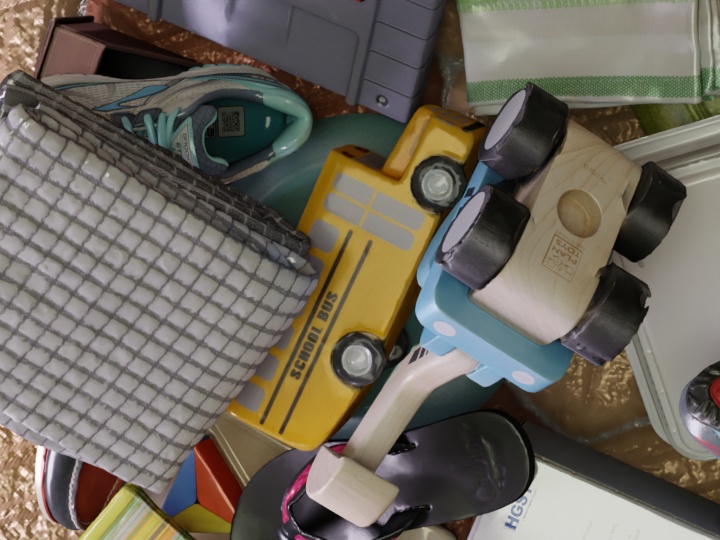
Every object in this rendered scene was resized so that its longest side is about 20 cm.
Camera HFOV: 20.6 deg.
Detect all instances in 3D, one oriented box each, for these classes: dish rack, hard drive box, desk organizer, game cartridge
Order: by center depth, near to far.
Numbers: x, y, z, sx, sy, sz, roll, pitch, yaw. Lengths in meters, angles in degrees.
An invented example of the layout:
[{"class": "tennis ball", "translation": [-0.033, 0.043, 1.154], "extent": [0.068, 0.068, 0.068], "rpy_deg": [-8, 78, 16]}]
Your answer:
[{"class": "dish rack", "translation": [0.219, 0.012, 1.070], "extent": [0.171, 0.044, 0.200], "rpy_deg": [-16, 115, 13]}, {"class": "game cartridge", "translation": [-0.048, -0.172, 1.109], "extent": [0.200, 0.038, 0.130], "rpy_deg": [24, 138, 11]}, {"class": "hard drive box", "translation": [0.150, 0.198, 1.124], "extent": [0.200, 0.077, 0.156], "rpy_deg": [24, 102, 8]}, {"class": "desk organizer", "translation": [-0.166, -0.042, 1.167], "extent": [0.077, 0.072, 0.200], "rpy_deg": [21, 101, 7]}]

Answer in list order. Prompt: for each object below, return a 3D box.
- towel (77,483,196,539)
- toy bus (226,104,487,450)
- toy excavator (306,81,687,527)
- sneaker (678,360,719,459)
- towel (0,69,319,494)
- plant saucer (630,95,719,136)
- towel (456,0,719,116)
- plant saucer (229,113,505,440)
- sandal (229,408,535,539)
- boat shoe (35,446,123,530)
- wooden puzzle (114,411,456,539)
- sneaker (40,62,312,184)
[{"class": "towel", "translation": [-0.084, 0.216, 1.159], "extent": [0.200, 0.018, 0.086], "rpy_deg": [41, 115, 2]}, {"class": "toy bus", "translation": [0.000, 0.000, 1.102], "extent": [0.078, 0.065, 0.200], "rpy_deg": [26, 103, 9]}, {"class": "toy excavator", "translation": [0.058, 0.029, 1.027], "extent": [0.100, 0.200, 0.195], "rpy_deg": [31, 61, -11]}, {"class": "sneaker", "translation": [0.230, 0.114, 1.056], "extent": [0.200, 0.079, 0.095], "rpy_deg": [27, 133, -32]}, {"class": "towel", "translation": [-0.145, 0.006, 1.040], "extent": [0.200, 0.086, 0.166], "rpy_deg": [30, 111, -24]}, {"class": "plant saucer", "translation": [0.237, -0.128, 1.077], "extent": [0.200, 0.048, 0.200], "rpy_deg": [-29, 90, 15]}, {"class": "towel", "translation": [0.112, -0.182, 1.047], "extent": [0.149, 0.031, 0.201], "rpy_deg": [-1, 105, 26]}, {"class": "plant saucer", "translation": [-0.001, 0.009, 1.154], "extent": [0.199, 0.036, 0.201], "rpy_deg": [2, 97, 12]}, {"class": "sandal", "translation": [0.002, 0.125, 1.106], "extent": [0.200, 0.045, 0.075], "rpy_deg": [-22, 87, 28]}, {"class": "boat shoe", "translation": [-0.131, 0.067, 1.153], "extent": [0.062, 0.071, 0.200], "rpy_deg": [26, 102, 22]}, {"class": "wooden puzzle", "translation": [-0.068, 0.193, 1.188], "extent": [0.200, 0.046, 0.186], "rpy_deg": [28, 102, 7]}, {"class": "sneaker", "translation": [-0.118, -0.074, 1.089], "extent": [0.200, 0.086, 0.078], "rpy_deg": [-18, 108, -26]}]
